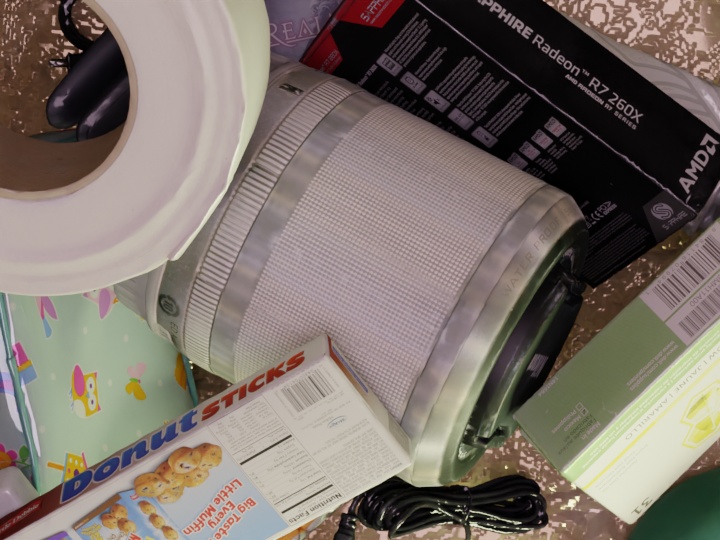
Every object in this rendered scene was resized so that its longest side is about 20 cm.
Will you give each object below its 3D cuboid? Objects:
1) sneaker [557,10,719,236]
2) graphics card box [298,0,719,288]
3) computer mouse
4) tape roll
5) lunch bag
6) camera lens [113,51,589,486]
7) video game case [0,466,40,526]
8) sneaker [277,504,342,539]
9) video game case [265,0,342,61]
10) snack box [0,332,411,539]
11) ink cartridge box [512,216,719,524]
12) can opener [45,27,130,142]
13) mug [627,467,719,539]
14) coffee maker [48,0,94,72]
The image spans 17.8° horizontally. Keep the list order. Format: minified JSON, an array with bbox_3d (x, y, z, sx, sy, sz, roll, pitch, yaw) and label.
[{"bbox_3d":[0.168,-0.075,1.213,0.200,0.075,0.081,38,62,4],"label":"sneaker"},{"bbox_3d":[0.076,-0.082,1.156,0.200,0.125,0.051,37,63,-4],"label":"graphics card box"},{"bbox_3d":[0.033,0.204,1.218,0.140,0.046,0.200,10,98,-37],"label":"computer mouse"},{"bbox_3d":[-0.142,-0.091,1.012,0.202,0.071,0.203,2,113,6],"label":"tape roll"},{"bbox_3d":[-0.158,0.031,1.173,0.077,0.160,0.200,-6,100,30],"label":"lunch bag"},{"bbox_3d":[0.000,0.000,1.128,0.200,0.160,0.160,28,96,13],"label":"camera lens"},{"bbox_3d":[-0.196,0.202,1.154,0.182,0.024,0.200,-23,120,18],"label":"video game case"},{"bbox_3d":[-0.035,0.097,1.227,0.200,0.078,0.077,-42,87,-2],"label":"sneaker"},{"bbox_3d":[0.009,-0.095,1.227,0.143,0.019,0.200,-12,98,0],"label":"video game case"},{"bbox_3d":[-0.078,0.106,1.061,0.200,0.024,0.072,-30,117,16],"label":"snack box"},{"bbox_3d":[0.173,0.065,1.164,0.146,0.200,0.048,-45,57,4],"label":"ink cartridge box"},{"bbox_3d":[-0.076,-0.137,1.112,0.200,0.063,0.079,-45,129,-4],"label":"can opener"},{"bbox_3d":[0.233,0.189,1.214,0.185,0.114,0.152,4,99,-5],"label":"mug"},{"bbox_3d":[-0.135,-0.199,1.119,0.135,0.200,0.192,-21,97,2],"label":"coffee maker"}]
